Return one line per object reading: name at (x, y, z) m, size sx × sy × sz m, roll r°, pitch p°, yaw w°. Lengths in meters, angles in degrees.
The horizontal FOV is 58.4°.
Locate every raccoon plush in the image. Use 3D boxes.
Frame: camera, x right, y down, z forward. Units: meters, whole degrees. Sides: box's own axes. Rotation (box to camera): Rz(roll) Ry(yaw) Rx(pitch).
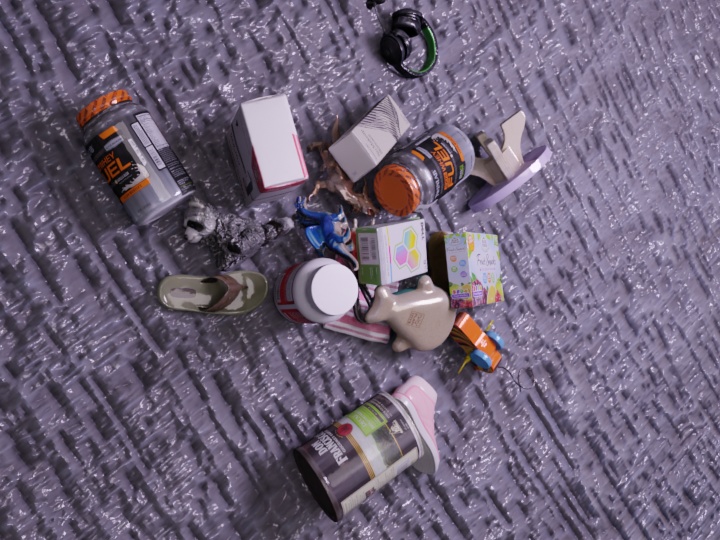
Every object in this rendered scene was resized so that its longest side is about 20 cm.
raccoon plush at (-0.233, -0.087, 1.177) m, size 0.135 × 0.097 × 0.199 m, roll 53°, pitch 38°, yaw 4°

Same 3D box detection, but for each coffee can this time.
coffee can at (-0.004, 0.338, 1.186) m, size 0.198 × 0.146 × 0.148 m, roll -29°, pitch 97°, yaw -23°

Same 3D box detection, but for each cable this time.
cable at (0.000, 0.000, 1.236) m, size 0.096 × 0.050 × 0.204 m, roll 5°, pitch 82°, yaw -28°

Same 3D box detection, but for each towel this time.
towel at (0.010, 0.032, 1.279) m, size 0.144 × 0.030 × 0.204 m, roll 15°, pitch 80°, yaw -21°

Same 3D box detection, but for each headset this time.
headset at (0.090, -0.486, 1.319) m, size 0.199 × 0.093 × 0.125 m, roll 33°, pitch 73°, yaw -29°

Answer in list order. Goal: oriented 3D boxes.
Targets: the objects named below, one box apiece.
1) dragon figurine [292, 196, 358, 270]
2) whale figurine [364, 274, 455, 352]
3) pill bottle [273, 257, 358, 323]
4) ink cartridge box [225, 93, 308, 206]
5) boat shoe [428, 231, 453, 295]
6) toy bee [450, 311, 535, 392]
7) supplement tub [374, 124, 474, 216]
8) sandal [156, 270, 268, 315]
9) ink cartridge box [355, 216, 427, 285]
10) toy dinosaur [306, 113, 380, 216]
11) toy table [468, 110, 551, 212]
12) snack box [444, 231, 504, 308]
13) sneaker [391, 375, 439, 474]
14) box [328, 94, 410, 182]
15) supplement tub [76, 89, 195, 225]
dragon figurine at (-0.065, -0.057, 1.183) m, size 0.098 × 0.059 × 0.202 m, roll -20°, pitch 60°, yaw 1°
whale figurine at (0.089, 0.078, 1.255) m, size 0.197 × 0.104 × 0.161 m, roll 15°, pitch 102°, yaw -31°
pill bottle at (-0.079, 0.038, 1.148) m, size 0.110 × 0.199 × 0.115 m, roll 2°, pitch 86°, yaw -23°
ink cartridge box at (-0.169, -0.203, 1.129) m, size 0.083 × 0.200 × 0.148 m, roll -16°, pitch 92°, yaw -17°
boat shoe at (0.182, 0.019, 1.333) m, size 0.069 × 0.070 × 0.204 m, roll -9°, pitch 103°, yaw -51°
toy bee at (0.247, 0.177, 1.330) m, size 0.130 × 0.109 × 0.202 m, roll -26°, pitch 85°, yaw -23°
supplement tub at (0.122, -0.192, 1.247) m, size 0.199 × 0.122 × 0.124 m, roll -39°, pitch 101°, yaw -37°
sandal at (-0.259, 0.042, 1.148) m, size 0.198 × 0.057 × 0.081 m, roll -3°, pitch 87°, yaw -23°
ink cartridge box at (0.078, -0.042, 1.242) m, size 0.198 × 0.059 × 0.106 m, roll -14°, pitch 103°, yaw -47°
toy dinosaur at (-0.030, -0.192, 1.255) m, size 0.134 × 0.086 × 0.204 m, roll 8°, pitch 71°, yaw -30°
toy table at (0.286, -0.229, 1.346) m, size 0.199 × 0.184 × 0.118 m, roll -39°, pitch 103°, yaw 2°
snack box at (0.234, -0.002, 1.308) m, size 0.199 × 0.052 × 0.145 m, roll -3°, pitch 86°, yaw -61°
sneaker at (0.125, 0.301, 1.282) m, size 0.105 × 0.074 × 0.203 m, roll -44°, pitch 120°, yaw -44°
box at (0.021, -0.257, 1.236) m, size 0.082 × 0.068 × 0.201 m, roll 50°, pitch 38°, yaw -14°
supplement tub at (-0.378, -0.188, 1.081) m, size 0.122 × 0.122 × 0.202 m, roll -35°, pitch 99°, yaw -21°
